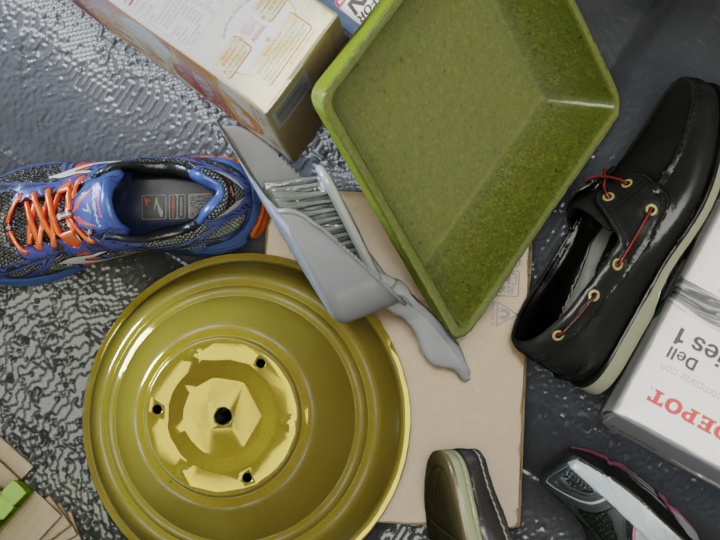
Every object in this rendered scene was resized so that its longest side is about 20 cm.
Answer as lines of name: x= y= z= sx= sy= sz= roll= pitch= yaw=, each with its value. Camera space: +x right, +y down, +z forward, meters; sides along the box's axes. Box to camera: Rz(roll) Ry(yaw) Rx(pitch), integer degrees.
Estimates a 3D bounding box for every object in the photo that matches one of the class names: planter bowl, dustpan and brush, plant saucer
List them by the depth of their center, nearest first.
plant saucer: x=0.053 y=-0.098 z=1.537 sx=0.048 sy=0.200 sz=0.200 roll=11 pitch=54 yaw=41
dustpan and brush: x=0.000 y=0.000 z=1.540 sx=0.057 sy=0.140 sz=0.200 roll=-31 pitch=118 yaw=-2
planter bowl: x=-0.073 y=0.086 z=1.553 sx=0.200 sy=0.083 sz=0.201 roll=-1 pitch=85 yaw=7

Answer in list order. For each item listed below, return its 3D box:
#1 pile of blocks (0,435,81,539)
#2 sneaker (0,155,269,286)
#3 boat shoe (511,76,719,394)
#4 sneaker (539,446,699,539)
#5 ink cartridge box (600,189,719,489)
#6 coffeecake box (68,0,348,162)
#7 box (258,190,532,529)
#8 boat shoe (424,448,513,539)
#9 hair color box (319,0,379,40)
pile of blocks: x=-0.202 y=0.183 z=1.575 sx=0.082 sy=0.062 sz=0.201 roll=-23 pitch=86 yaw=-1
sneaker: x=-0.157 y=-0.038 z=1.581 sx=0.199 sy=0.078 sz=0.076 roll=-11 pitch=83 yaw=6
boat shoe: x=0.157 y=-0.029 z=1.578 sx=0.063 sy=0.074 sz=0.202 roll=30 pitch=85 yaw=-23
sneaker: x=0.173 y=0.193 z=1.568 sx=0.200 sy=0.080 sz=0.086 roll=45 pitch=97 yaw=9
ink cartridge box: x=0.251 y=0.034 z=1.574 sx=0.146 sy=0.084 sz=0.200 roll=28 pitch=85 yaw=3
coffeecake box: x=-0.105 y=-0.160 z=1.549 sx=0.200 sy=0.154 sz=0.073 roll=36 pitch=87 yaw=9
box: x=0.019 y=0.052 z=1.604 sx=0.163 sy=0.021 sz=0.201 roll=3 pitch=86 yaw=1
boat shoe: x=0.090 y=0.194 z=1.567 sx=0.066 sy=0.072 sz=0.202 roll=-17 pitch=99 yaw=-15
hair color box: x=-0.058 y=-0.208 z=1.587 sx=0.200 sy=0.100 sz=0.061 roll=39 pitch=87 yaw=2
